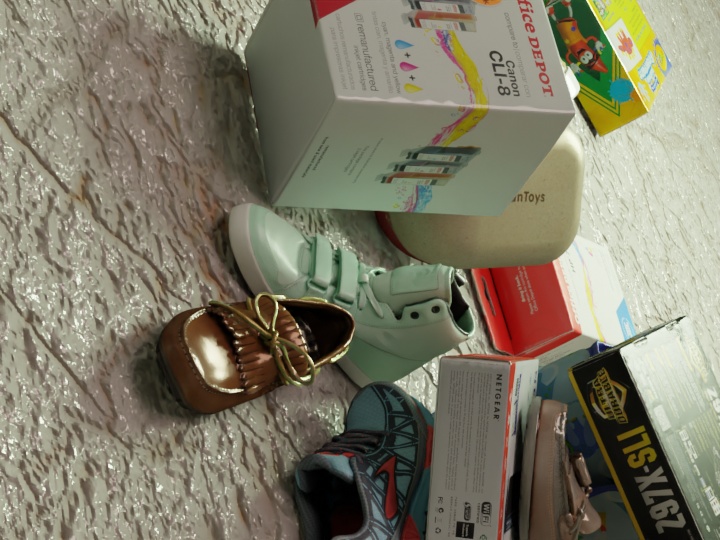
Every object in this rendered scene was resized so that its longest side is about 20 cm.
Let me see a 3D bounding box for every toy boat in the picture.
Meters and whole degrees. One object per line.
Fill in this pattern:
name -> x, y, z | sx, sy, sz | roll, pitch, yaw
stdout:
toy boat -> 0.088, -0.073, 1.551 | 0.199, 0.130, 0.132 | -2, 100, -38

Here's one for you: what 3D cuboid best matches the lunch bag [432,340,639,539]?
lunch bag -> 0.160, 0.177, 1.390 | 0.127, 0.169, 0.201 | 5, 64, -56

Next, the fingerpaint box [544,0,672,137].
fingerpaint box -> 0.292, -0.273, 2.177 | 0.168, 0.073, 0.200 | 58, 26, -11

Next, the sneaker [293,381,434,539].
sneaker -> 0.002, 0.140, 1.224 | 0.096, 0.079, 0.201 | 46, 31, -31

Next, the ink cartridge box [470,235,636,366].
ink cartridge box -> 0.179, 0.025, 1.689 | 0.200, 0.067, 0.117 | 18, 52, -57

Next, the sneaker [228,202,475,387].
sneaker -> 0.000, 0.000, 1.302 | 0.200, 0.118, 0.074 | 43, 34, -36

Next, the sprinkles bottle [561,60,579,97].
sprinkles bottle -> 0.152, -0.255, 1.896 | 0.201, 0.068, 0.068 | 57, 26, -16

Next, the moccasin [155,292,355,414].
moccasin -> -0.063, 0.050, 1.178 | 0.201, 0.077, 0.074 | 4, 63, -62

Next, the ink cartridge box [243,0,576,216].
ink cartridge box -> 0.035, -0.140, 1.371 | 0.199, 0.145, 0.146 | 2, 59, -25

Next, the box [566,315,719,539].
box -> 0.235, 0.142, 1.316 | 0.159, 0.049, 0.201 | -16, 81, -63

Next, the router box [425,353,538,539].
router box -> 0.084, 0.158, 1.255 | 0.179, 0.048, 0.202 | 6, 88, -78

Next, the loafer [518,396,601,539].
loafer -> 0.142, 0.188, 1.266 | 0.072, 0.062, 0.202 | -37, 130, -76
